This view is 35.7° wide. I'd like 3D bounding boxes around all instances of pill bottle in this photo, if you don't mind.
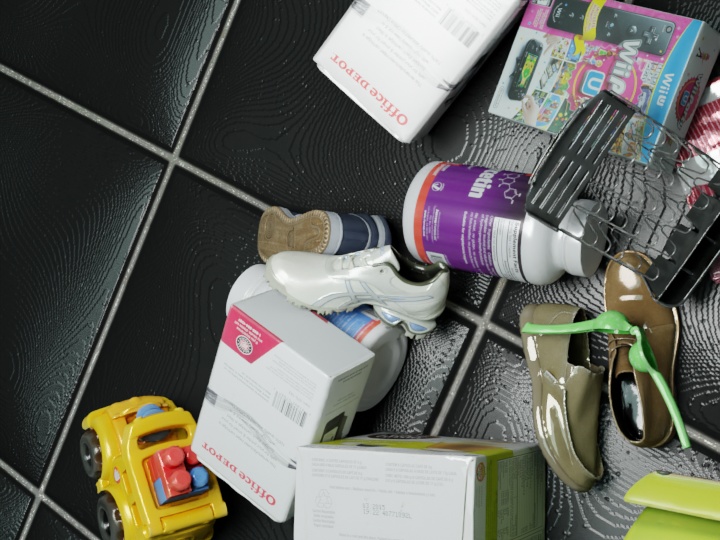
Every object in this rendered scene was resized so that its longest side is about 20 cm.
[{"bbox_3d":[0.151,-0.049,1.174,0.199,0.112,0.113,11,91,30],"label":"pill bottle"},{"bbox_3d":[-0.055,0.070,1.282,0.199,0.112,0.113,26,98,30],"label":"pill bottle"}]

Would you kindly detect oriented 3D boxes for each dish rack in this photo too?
[{"bbox_3d":[0.261,-0.071,1.054,0.154,0.199,0.055,-58,23,13],"label":"dish rack"}]

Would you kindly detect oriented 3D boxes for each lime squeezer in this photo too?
[{"bbox_3d":[0.248,0.082,1.066,0.200,0.038,0.071,38,84,30],"label":"lime squeezer"}]

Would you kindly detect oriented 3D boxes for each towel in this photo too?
[{"bbox_3d":[0.385,-0.101,1.096,0.143,0.023,0.201,-21,75,26],"label":"towel"}]

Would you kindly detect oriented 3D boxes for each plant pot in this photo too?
[{"bbox_3d":[0.329,0.280,0.994,0.198,0.200,0.183,5,82,31],"label":"plant pot"}]

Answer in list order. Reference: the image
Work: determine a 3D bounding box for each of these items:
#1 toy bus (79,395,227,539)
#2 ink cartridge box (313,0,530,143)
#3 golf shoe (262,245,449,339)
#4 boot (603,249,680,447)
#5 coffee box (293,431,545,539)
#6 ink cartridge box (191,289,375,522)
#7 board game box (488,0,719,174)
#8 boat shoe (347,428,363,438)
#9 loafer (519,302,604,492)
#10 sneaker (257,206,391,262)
[{"bbox_3d":[-0.237,0.226,1.315,0.192,0.135,0.201,-50,56,54],"label":"toy bus"},{"bbox_3d":[0.068,-0.263,1.226,0.145,0.084,0.200,42,114,5],"label":"ink cartridge box"},{"bbox_3d":[0.000,0.000,1.188,0.079,0.199,0.098,-90,17,-47],"label":"golf shoe"},{"bbox_3d":[0.275,0.075,1.112,0.073,0.075,0.201,-11,78,31],"label":"boot"},{"bbox_3d":[0.064,0.274,1.140,0.199,0.197,0.201,-1,87,30],"label":"coffee box"},{"bbox_3d":[-0.087,0.144,1.202,0.145,0.083,0.201,33,122,25],"label":"ink cartridge box"},{"bbox_3d":[0.248,-0.200,1.149,0.199,0.064,0.148,25,99,37],"label":"board game box"},{"bbox_3d":[-0.072,0.206,1.308,0.199,0.073,0.065,13,103,34],"label":"boat shoe"},{"bbox_3d":[0.214,0.124,1.141,0.067,0.076,0.201,-22,75,33],"label":"loafer"},{"bbox_3d":[-0.041,-0.036,1.318,0.200,0.108,0.071,4,89,61],"label":"sneaker"}]
